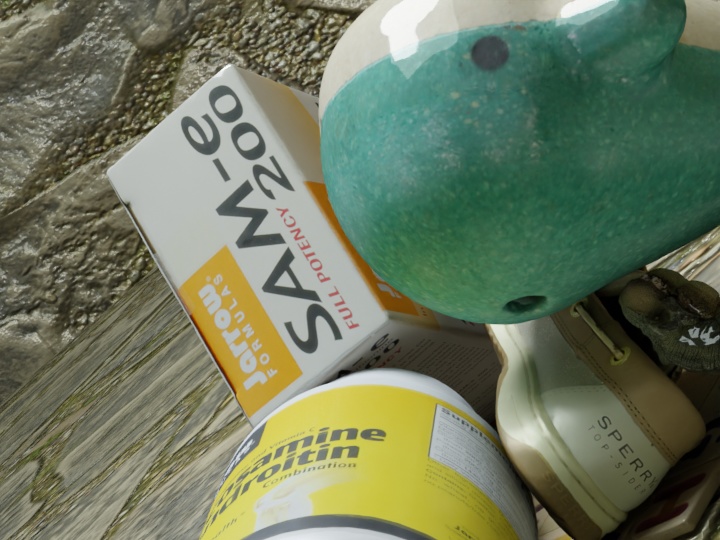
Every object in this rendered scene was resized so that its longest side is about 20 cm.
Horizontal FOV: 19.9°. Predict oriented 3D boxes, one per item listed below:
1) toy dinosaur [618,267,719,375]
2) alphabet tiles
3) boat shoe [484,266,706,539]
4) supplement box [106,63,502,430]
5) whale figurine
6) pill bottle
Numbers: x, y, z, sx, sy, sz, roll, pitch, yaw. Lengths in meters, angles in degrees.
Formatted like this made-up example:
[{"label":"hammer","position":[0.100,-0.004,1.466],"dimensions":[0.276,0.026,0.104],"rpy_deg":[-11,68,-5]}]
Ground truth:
[{"label":"toy dinosaur","position":[0.174,-0.004,0.618],"dimensions":[0.200,0.048,0.088],"rpy_deg":[-14,20,49]},{"label":"alphabet tiles","position":[0.106,0.057,0.752],"dimensions":[0.200,0.006,0.166],"rpy_deg":[-33,12,48]},{"label":"boat shoe","position":[0.088,0.028,0.745],"dimensions":[0.066,0.074,0.200],"rpy_deg":[-35,21,14]},{"label":"supplement box","position":[0.000,0.000,0.851],"dimensions":[0.073,0.126,0.200],"rpy_deg":[-39,-21,18]},{"label":"whale figurine","position":[0.086,-0.037,0.677],"dimensions":[0.159,0.199,0.104],"rpy_deg":[96,172,-66]},{"label":"pill bottle","position":[0.002,0.100,0.659],"dimensions":[0.112,0.112,0.200],"rpy_deg":[-40,9,14]}]
